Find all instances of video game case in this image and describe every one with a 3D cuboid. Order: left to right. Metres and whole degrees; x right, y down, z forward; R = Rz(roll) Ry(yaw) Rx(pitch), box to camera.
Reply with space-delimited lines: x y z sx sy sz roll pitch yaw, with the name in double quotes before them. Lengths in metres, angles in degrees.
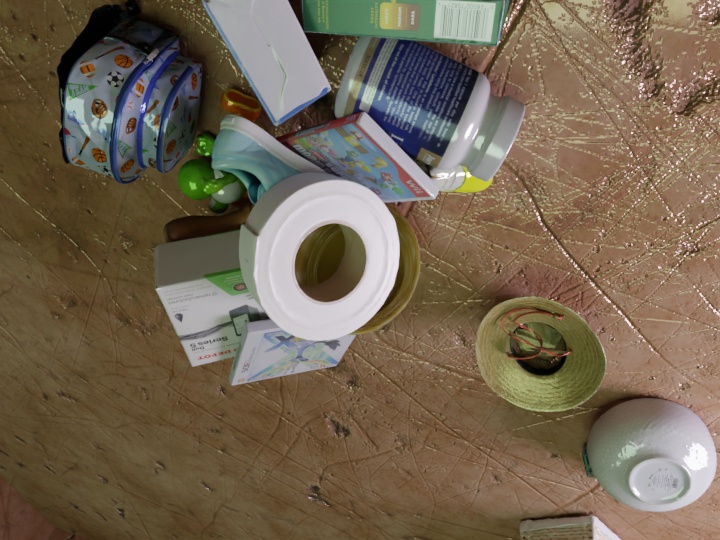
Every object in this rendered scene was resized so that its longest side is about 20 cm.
"video game case" -0.104 0.124 0.872 0.196 0.022 0.183 -7 148 -27
"video game case" -0.012 -0.133 0.685 0.142 0.018 0.198 37 161 -33

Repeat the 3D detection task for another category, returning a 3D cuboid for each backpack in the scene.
"backpack" -0.300 -0.210 0.706 0.151 0.192 0.202 21 134 3

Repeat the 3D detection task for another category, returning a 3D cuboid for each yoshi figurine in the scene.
"yoshi figurine" -0.211 -0.159 0.783 0.112 0.112 0.201 42 137 4

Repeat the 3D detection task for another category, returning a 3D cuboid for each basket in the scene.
"basket" 0.479 0.673 1.193 0.198 0.162 0.199 44 134 -20

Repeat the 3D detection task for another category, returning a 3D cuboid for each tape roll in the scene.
"tape roll" -0.051 -0.018 0.681 0.204 0.201 0.071 58 167 -29

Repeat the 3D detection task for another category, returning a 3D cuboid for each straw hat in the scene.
"straw hat" 0.274 0.108 0.824 0.197 0.085 0.205 10 121 18

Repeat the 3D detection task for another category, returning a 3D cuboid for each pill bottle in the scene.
"pill bottle" 0.078 -0.188 0.618 0.197 0.117 0.117 25 135 0

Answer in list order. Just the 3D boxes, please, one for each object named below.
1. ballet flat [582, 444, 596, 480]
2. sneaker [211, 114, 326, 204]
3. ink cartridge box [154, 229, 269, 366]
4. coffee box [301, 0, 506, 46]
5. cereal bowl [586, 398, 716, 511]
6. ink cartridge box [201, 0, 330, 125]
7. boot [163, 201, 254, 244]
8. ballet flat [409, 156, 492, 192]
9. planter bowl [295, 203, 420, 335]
"ballet flat" 0.501 0.390 0.993 0.196 0.075 0.075 21 135 4
"sneaker" -0.109 -0.113 0.704 0.198 0.083 0.073 29 167 -31
"ink cartridge box" -0.210 0.045 0.813 0.142 0.085 0.202 -12 141 -9
"coffee box" 0.050 -0.272 0.547 0.196 0.124 0.045 10 129 14
"cereal bowl" 0.481 0.318 0.886 0.196 0.083 0.204 6 112 13
"ink cartridge box" -0.103 -0.263 0.598 0.075 0.201 0.138 -26 121 7
"boot" -0.175 -0.070 0.804 0.198 0.078 0.154 10 151 -44
"ballet flat" 0.076 -0.140 0.697 0.197 0.068 0.067 26 135 -1
"planter bowl" 0.000 0.000 0.813 0.196 0.205 0.083 6 169 18
